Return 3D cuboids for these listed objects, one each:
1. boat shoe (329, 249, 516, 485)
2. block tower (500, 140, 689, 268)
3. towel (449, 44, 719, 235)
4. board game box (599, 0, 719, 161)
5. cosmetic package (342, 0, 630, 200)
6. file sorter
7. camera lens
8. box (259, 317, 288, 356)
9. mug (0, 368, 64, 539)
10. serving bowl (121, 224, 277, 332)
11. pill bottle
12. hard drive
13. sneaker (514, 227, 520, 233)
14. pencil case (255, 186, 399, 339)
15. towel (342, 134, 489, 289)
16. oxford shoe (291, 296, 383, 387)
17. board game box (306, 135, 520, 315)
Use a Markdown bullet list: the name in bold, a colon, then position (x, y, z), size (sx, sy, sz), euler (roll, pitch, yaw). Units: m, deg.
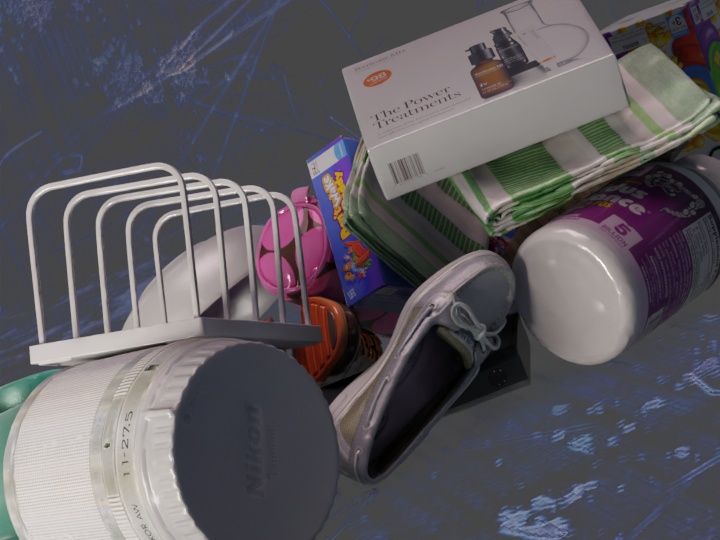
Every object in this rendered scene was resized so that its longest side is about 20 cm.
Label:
- **boat shoe**: position (0.050, 0.071, 1.392), size (0.202, 0.075, 0.065), euler (-47, 30, -16)
- **block tower**: position (0.186, -0.052, 1.589), size (0.054, 0.058, 0.201), euler (-9, -37, -41)
- **towel**: position (0.163, -0.105, 1.478), size (0.199, 0.024, 0.153), euler (-26, 30, -3)
- **board game box**: position (0.288, -0.130, 1.666), size (0.102, 0.201, 0.105), euler (-16, 10, 34)
- **cosmetic package**: position (0.093, -0.143, 1.498), size (0.198, 0.052, 0.151), euler (-21, 29, 3)
- **file sorter**: position (-0.135, 0.001, 1.411), size (0.138, 0.126, 0.200), euler (-9, -7, 22)
- **camera lens**: position (-0.131, 0.132, 1.296), size (0.199, 0.161, 0.160), euler (-13, 13, 45)
- **box**: position (-0.111, 0.116, 1.551), size (0.099, 0.096, 0.200), euler (-20, 9, 9)
- **mug**: position (-0.289, 0.166, 1.641), size (0.151, 0.115, 0.185), euler (-27, 11, -30)
- **serving bowl**: position (-0.144, 0.026, 1.717), size (0.200, 0.066, 0.200), euler (-40, -10, -8)
- **pill bottle**: position (0.213, -0.017, 1.473), size (0.112, 0.113, 0.199), euler (-13, 13, 46)
- **hard drive**: position (0.036, 0.095, 1.514), size (0.199, 0.033, 0.140), euler (-21, 9, 9)
- **sneaker**: position (0.118, -0.012, 1.854), size (0.198, 0.078, 0.112), euler (-10, 6, 8)
- **pencil case**: position (0.000, 0.000, 1.680), size (0.090, 0.095, 0.200), euler (-14, -24, 32)
- **towel**: position (0.054, -0.063, 1.581), size (0.023, 0.152, 0.201), euler (-35, 26, 34)
- **oxford shoe**: position (-0.014, 0.061, 1.621), size (0.072, 0.072, 0.200), euler (-4, -10, -9)
- **board game box**: position (0.054, -0.031, 1.620), size (0.045, 0.135, 0.199), euler (-32, -26, 36)
